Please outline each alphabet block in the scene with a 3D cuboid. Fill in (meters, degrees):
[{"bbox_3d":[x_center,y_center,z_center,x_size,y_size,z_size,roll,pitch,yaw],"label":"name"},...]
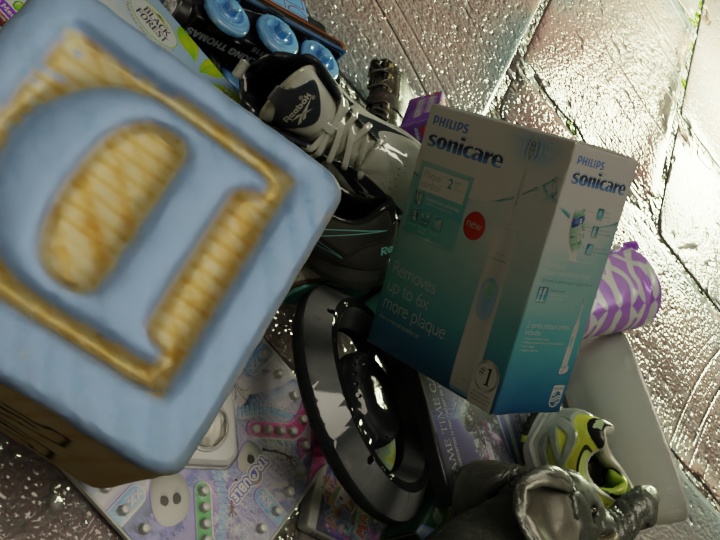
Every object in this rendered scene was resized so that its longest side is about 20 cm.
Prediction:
[{"bbox_3d":[-0.160,-0.004,0.530,0.196,0.200,0.196,37,63,-12],"label":"alphabet block"}]

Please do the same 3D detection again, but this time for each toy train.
[{"bbox_3d":[-0.100,-0.224,0.846,0.199,0.086,0.115,17,50,-41],"label":"toy train"}]

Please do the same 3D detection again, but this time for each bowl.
[{"bbox_3d":[0.249,0.168,0.943,0.200,0.074,0.202,74,-1,-79],"label":"bowl"}]

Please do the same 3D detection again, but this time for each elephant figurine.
[{"bbox_3d":[0.128,0.202,0.702,0.201,0.141,0.156,-55,142,-25],"label":"elephant figurine"}]

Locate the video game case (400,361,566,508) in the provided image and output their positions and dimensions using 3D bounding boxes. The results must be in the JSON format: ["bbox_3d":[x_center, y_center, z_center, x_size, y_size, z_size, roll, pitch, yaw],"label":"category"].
[{"bbox_3d":[0.124,0.128,0.828,0.199,0.019,0.144,2,67,-43],"label":"video game case"}]

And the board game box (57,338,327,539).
[{"bbox_3d":[-0.116,0.114,0.680,0.200,0.026,0.200,50,44,-8],"label":"board game box"}]

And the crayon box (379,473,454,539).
[{"bbox_3d":[0.111,0.216,0.820,0.126,0.051,0.200,53,42,-9],"label":"crayon box"}]

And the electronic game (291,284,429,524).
[{"bbox_3d":[0.003,0.106,0.741,0.200,0.041,0.201,53,23,-34],"label":"electronic game"}]

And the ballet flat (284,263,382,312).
[{"bbox_3d":[0.000,0.000,0.837,0.199,0.075,0.064,10,55,-44],"label":"ballet flat"}]

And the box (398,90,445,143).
[{"bbox_3d":[0.084,-0.063,0.889,0.137,0.039,0.202,-73,148,-68],"label":"box"}]

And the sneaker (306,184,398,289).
[{"bbox_3d":[-0.062,-0.052,0.745,0.198,0.080,0.076,15,41,0],"label":"sneaker"}]

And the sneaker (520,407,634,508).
[{"bbox_3d":[0.203,0.214,0.803,0.075,0.076,0.202,-38,114,-39],"label":"sneaker"}]

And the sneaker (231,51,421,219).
[{"bbox_3d":[-0.025,-0.113,0.737,0.199,0.080,0.129,44,11,14],"label":"sneaker"}]

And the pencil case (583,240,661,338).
[{"bbox_3d":[0.188,0.024,0.841,0.198,0.084,0.087,-8,99,-29],"label":"pencil case"}]

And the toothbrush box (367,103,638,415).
[{"bbox_3d":[0.104,-0.011,0.698,0.085,0.146,0.202,7,105,-42],"label":"toothbrush box"}]

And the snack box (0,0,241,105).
[{"bbox_3d":[-0.210,-0.155,0.711,0.200,0.067,0.169,50,42,-15],"label":"snack box"}]

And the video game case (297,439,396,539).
[{"bbox_3d":[0.037,0.196,0.809,0.199,0.018,0.144,34,49,-28],"label":"video game case"}]

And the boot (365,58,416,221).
[{"bbox_3d":[0.013,-0.149,0.921,0.200,0.069,0.176,50,36,-48],"label":"boot"}]
